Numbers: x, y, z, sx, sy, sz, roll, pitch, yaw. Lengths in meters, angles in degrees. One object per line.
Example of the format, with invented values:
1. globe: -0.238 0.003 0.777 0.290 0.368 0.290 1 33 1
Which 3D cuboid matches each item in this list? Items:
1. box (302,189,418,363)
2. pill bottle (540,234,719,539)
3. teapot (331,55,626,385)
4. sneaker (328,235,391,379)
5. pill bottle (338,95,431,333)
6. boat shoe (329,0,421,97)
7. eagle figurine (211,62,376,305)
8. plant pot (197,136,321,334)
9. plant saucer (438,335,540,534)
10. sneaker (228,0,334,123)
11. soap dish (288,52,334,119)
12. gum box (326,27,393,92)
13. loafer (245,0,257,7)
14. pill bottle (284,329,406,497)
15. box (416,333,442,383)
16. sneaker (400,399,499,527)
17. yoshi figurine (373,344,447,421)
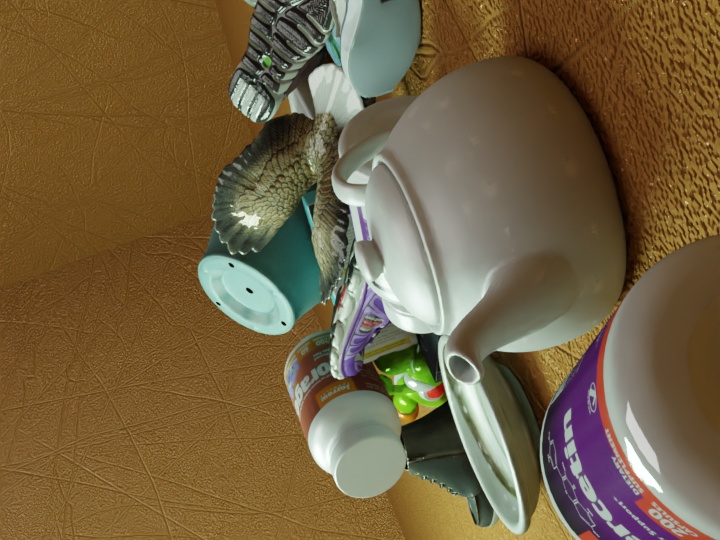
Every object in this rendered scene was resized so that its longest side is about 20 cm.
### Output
1. box: 0.000 0.000 1.036 0.049 0.081 0.203 -128 21 -68
2. pill bottle: 0.141 0.072 0.396 0.201 0.111 0.114 88 161 -67
3. teapot: 0.064 -0.032 0.583 0.200 0.144 0.201 105 145 -79
4. sneaker: 0.015 0.043 0.956 0.081 0.082 0.202 -84 10 -48
5. pill bottle: 0.048 -0.041 0.806 0.202 0.110 0.112 79 169 -45
6. boat shoe: 0.002 -0.247 0.771 0.204 0.073 0.087 84 164 -53
7. eagle figurine: -0.042 -0.089 0.900 0.150 0.201 0.151 40 167 -20
8. plant pot: -0.097 -0.036 1.112 0.197 0.189 0.202 22 145 16
9. plant saucer: 0.134 0.150 0.889 0.200 0.049 0.203 160 91 -83
10. sneaker: -0.059 -0.245 0.915 0.076 0.116 0.200 43 138 -3
11. soap dish: -0.035 -0.176 1.193 0.202 0.080 0.159 78 170 -47
12. gum box: -0.025 -0.305 0.935 0.202 0.044 0.171 79 169 -46
13. loafer: -0.100 -0.379 1.016 0.070 0.074 0.204 53 -136 -76
14. pill bottle: -0.017 0.166 1.073 0.201 0.110 0.114 -122 14 -56
15. box: 0.067 0.002 1.032 0.161 0.043 0.202 85 164 -60
16. sneaker: 0.106 0.246 1.122 0.075 0.105 0.203 -124 16 -61
17. yoshi figurine: 0.057 0.126 1.200 0.201 0.110 0.114 95 161 -66
